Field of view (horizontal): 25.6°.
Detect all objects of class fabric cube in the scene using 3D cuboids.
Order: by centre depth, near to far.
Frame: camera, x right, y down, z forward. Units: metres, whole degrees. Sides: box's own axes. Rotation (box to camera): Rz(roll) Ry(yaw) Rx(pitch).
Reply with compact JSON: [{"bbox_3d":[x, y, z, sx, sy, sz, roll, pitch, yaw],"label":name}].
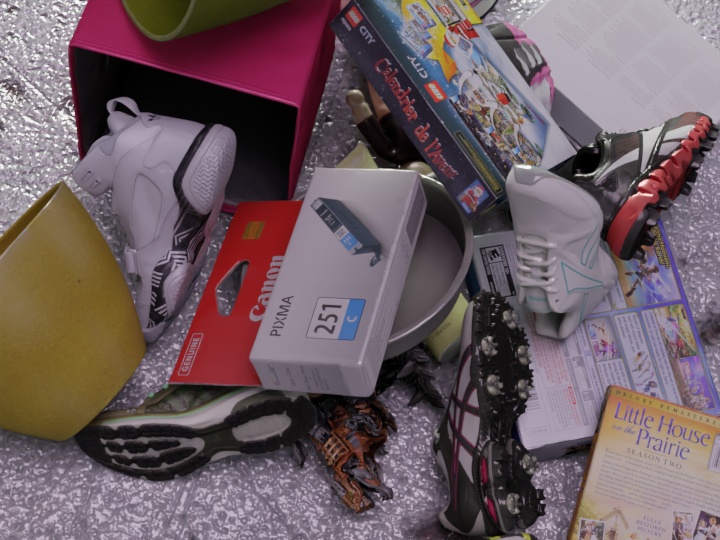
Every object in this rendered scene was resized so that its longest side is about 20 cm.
[{"bbox_3d":[-0.126,-0.192,1.370,0.194,0.201,0.201,14,61,1],"label":"fabric cube"}]

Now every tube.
[{"bbox_3d":[0.030,-0.012,1.385,0.058,0.052,0.201,-28,71,-23],"label":"tube"}]

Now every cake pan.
[{"bbox_3d":[0.000,0.000,1.310,0.198,0.037,0.202,-11,47,11],"label":"cake pan"}]

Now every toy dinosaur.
[{"bbox_3d":[-0.007,0.093,1.312,0.134,0.102,0.202,-20,89,1],"label":"toy dinosaur"}]

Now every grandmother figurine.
[{"bbox_3d":[0.040,-0.137,1.444,0.120,0.061,0.202,-1,66,-21],"label":"grandmother figurine"}]

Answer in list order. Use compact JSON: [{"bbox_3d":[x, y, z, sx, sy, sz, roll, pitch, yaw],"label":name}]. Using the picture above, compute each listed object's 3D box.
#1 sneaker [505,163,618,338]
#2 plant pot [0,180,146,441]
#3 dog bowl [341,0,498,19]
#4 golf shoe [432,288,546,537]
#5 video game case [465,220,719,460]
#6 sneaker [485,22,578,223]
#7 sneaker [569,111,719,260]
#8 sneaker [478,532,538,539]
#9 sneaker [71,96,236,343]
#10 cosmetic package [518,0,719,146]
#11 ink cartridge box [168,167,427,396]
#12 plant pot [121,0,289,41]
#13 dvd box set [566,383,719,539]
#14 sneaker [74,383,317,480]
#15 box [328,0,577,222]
[{"bbox_3d":[0.157,-0.011,1.277,0.070,0.201,0.081,20,68,33],"label":"sneaker"},{"bbox_3d":[-0.254,0.050,1.259,0.142,0.200,0.201,44,65,-13],"label":"plant pot"},{"bbox_3d":[0.051,-0.324,1.524,0.198,0.074,0.202,3,64,-6],"label":"dog bowl"},{"bbox_3d":[0.093,0.116,1.296,0.077,0.088,0.202,16,66,-46],"label":"golf shoe"},{"bbox_3d":[0.197,0.054,1.377,0.179,0.046,0.202,-9,66,-10],"label":"video game case"},{"bbox_3d":[0.130,-0.126,1.431,0.080,0.086,0.202,-2,65,-34],"label":"sneaker"},{"bbox_3d":[0.239,-0.091,1.367,0.097,0.071,0.200,31,46,15],"label":"sneaker"},{"bbox_3d":[0.056,0.262,1.245,0.198,0.076,0.077,-11,68,-9],"label":"sneaker"},{"bbox_3d":[-0.181,-0.044,1.313,0.114,0.202,0.075,23,23,5],"label":"sneaker"},{"bbox_3d":[0.248,-0.183,1.494,0.200,0.052,0.151,43,66,13],"label":"cosmetic package"},{"bbox_3d":[-0.052,0.005,1.268,0.174,0.045,0.201,1,50,20],"label":"ink cartridge box"},{"bbox_3d":[-0.075,-0.282,1.227,0.198,0.187,0.189,-11,65,-30],"label":"plant pot"},{"bbox_3d":[0.244,0.209,1.288,0.145,0.029,0.202,16,80,1],"label":"dvd box set"},{"bbox_3d":[-0.135,0.110,1.297,0.198,0.077,0.089,-10,44,1],"label":"sneaker"},{"bbox_3d":[0.079,-0.149,1.317,0.136,0.038,0.201,-28,81,-48],"label":"box"}]
